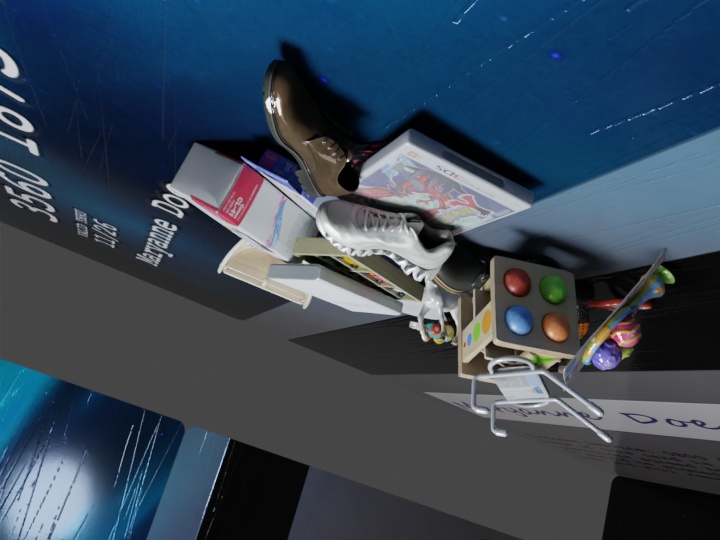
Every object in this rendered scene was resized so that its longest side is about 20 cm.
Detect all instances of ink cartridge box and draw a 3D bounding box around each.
[{"bbox_3d":[-0.072,-0.108,0.908,0.118,0.043,0.199,33,178,41],"label":"ink cartridge box"},{"bbox_3d":[-0.176,-0.098,0.986,0.146,0.087,0.199,25,170,40],"label":"ink cartridge box"}]

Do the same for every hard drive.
[{"bbox_3d":[-0.039,0.032,1.034,0.130,0.027,0.197,2,163,45],"label":"hard drive"}]

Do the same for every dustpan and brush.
[{"bbox_3d":[0.076,0.044,1.282,0.194,0.059,0.140,6,159,18],"label":"dustpan and brush"}]

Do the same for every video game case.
[{"bbox_3d":[0.087,-0.098,0.792,0.178,0.024,0.199,22,163,-20],"label":"video game case"}]

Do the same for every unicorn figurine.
[{"bbox_3d":[0.150,0.057,1.127,0.072,0.142,0.198,-4,169,30],"label":"unicorn figurine"}]

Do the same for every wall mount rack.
[{"bbox_3d":[0.250,0.185,0.871,0.169,0.077,0.200,-7,149,24],"label":"wall mount rack"}]

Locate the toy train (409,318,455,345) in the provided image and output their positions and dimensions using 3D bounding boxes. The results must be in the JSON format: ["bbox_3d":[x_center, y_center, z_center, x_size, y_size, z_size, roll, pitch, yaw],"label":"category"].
[{"bbox_3d":[0.210,0.119,1.353,0.195,0.057,0.150,5,157,31],"label":"toy train"}]

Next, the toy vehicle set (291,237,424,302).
[{"bbox_3d":[0.000,0.000,1.003,0.122,0.027,0.198,4,161,42],"label":"toy vehicle set"}]

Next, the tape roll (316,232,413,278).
[{"bbox_3d":[0.010,-0.023,1.100,0.194,0.067,0.201,18,163,6],"label":"tape roll"}]

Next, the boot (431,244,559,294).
[{"bbox_3d":[0.206,-0.004,0.952,0.196,0.080,0.137,13,164,-33],"label":"boot"}]

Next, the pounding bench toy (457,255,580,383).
[{"bbox_3d":[0.256,0.081,0.898,0.194,0.128,0.157,11,150,-10],"label":"pounding bench toy"}]

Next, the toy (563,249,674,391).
[{"bbox_3d":[0.342,0.080,0.821,0.047,0.201,0.115,36,172,29],"label":"toy"}]

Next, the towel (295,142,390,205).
[{"bbox_3d":[0.023,-0.122,0.852,0.196,0.023,0.143,6,159,38],"label":"towel"}]

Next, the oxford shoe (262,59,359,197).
[{"bbox_3d":[-0.047,-0.159,0.719,0.082,0.075,0.201,7,155,25],"label":"oxford shoe"}]

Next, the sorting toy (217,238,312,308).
[{"bbox_3d":[-0.161,-0.030,1.231,0.195,0.110,0.180,23,156,-12],"label":"sorting toy"}]

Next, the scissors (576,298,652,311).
[{"bbox_3d":[0.344,0.047,0.962,0.193,0.014,0.073,6,171,-9],"label":"scissors"}]

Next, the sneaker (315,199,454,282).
[{"bbox_3d":[0.036,-0.054,0.840,0.195,0.077,0.081,18,150,-18],"label":"sneaker"}]

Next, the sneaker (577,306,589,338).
[{"bbox_3d":[0.297,0.071,1.101,0.193,0.078,0.092,9,-170,4],"label":"sneaker"}]
